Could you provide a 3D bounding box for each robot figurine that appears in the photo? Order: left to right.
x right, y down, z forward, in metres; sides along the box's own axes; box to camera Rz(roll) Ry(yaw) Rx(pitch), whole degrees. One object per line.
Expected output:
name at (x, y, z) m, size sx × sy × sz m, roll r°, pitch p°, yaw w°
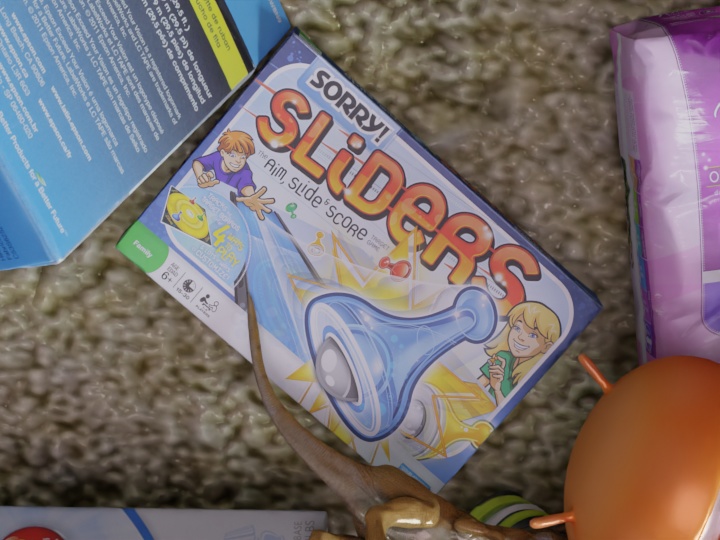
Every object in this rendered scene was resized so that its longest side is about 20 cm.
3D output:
robot figurine at (0.175, 0.106, 0.781) m, size 0.198 × 0.117 × 0.145 m, roll 21°, pitch 117°, yaw -7°

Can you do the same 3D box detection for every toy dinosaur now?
toy dinosaur at (0.006, 0.107, 0.818) m, size 0.199 × 0.106 × 0.061 m, roll 30°, pitch 124°, yaw 1°

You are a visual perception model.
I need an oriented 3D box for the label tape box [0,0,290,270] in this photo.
label tape box at (-0.127, -0.115, 0.779) m, size 0.066 × 0.200 × 0.144 m, roll -7°, pitch 121°, yaw 36°

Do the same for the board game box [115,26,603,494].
board game box at (0.000, 0.000, 0.866) m, size 0.200 × 0.034 × 0.136 m, roll 40°, pitch 99°, yaw -8°

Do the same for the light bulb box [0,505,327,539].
light bulb box at (-0.114, 0.221, 0.816) m, size 0.197 × 0.200 × 0.125 m, roll 0°, pitch 142°, yaw -1°

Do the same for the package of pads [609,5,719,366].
package of pads at (0.187, -0.023, 0.842) m, size 0.119 × 0.076 × 0.202 m, roll -7°, pitch 102°, yaw -2°

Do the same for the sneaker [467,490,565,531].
sneaker at (0.055, 0.192, 0.833) m, size 0.074 × 0.080 × 0.201 m, roll 46°, pitch 62°, yaw -31°
